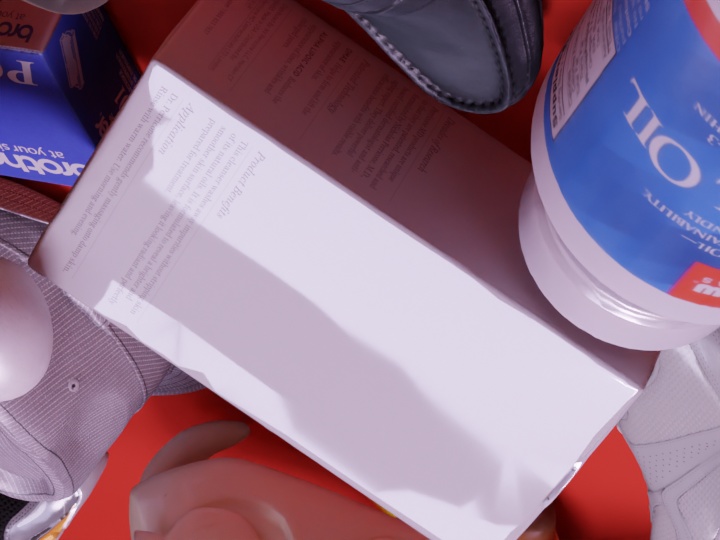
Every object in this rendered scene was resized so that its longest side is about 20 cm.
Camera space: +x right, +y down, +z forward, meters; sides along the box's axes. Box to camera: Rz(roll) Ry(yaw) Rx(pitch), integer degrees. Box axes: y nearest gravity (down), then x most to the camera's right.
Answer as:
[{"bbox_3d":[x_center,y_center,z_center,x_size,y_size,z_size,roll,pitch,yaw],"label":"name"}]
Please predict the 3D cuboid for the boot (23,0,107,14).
[{"bbox_3d":[-0.149,-0.160,0.816,0.200,0.074,0.075,44,165,-32],"label":"boot"}]

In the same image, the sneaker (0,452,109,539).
[{"bbox_3d":[-0.209,0.102,1.297,0.200,0.078,0.077,-7,132,40],"label":"sneaker"}]

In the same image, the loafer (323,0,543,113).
[{"bbox_3d":[-0.004,-0.108,0.783,0.068,0.070,0.201,2,147,33],"label":"loafer"}]

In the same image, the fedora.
[{"bbox_3d":[-0.161,0.039,1.131,0.177,0.090,0.200,1,146,34],"label":"fedora"}]

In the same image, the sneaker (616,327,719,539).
[{"bbox_3d":[0.130,0.057,0.997,0.092,0.076,0.200,25,145,9],"label":"sneaker"}]

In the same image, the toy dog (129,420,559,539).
[{"bbox_3d":[-0.003,0.154,1.162,0.200,0.194,0.140,-1,127,-6],"label":"toy dog"}]

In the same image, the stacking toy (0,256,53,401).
[{"bbox_3d":[-0.174,-0.038,0.867,0.200,0.146,0.146,53,147,-3],"label":"stacking toy"}]

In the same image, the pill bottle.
[{"bbox_3d":[0.116,-0.050,0.760,0.112,0.112,0.200,23,152,-3],"label":"pill bottle"}]

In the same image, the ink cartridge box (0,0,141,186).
[{"bbox_3d":[-0.185,-0.084,0.978,0.200,0.044,0.094,9,152,22],"label":"ink cartridge box"}]

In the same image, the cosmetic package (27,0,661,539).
[{"bbox_3d":[0.000,0.000,0.893,0.200,0.081,0.113,35,128,-5],"label":"cosmetic package"}]
